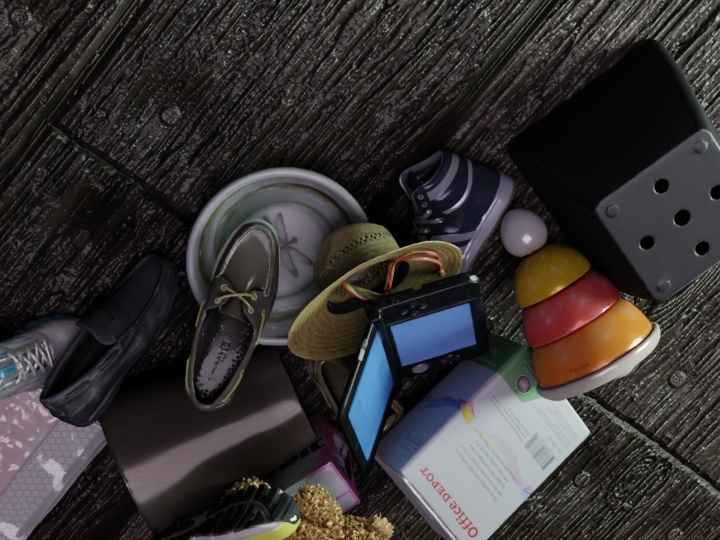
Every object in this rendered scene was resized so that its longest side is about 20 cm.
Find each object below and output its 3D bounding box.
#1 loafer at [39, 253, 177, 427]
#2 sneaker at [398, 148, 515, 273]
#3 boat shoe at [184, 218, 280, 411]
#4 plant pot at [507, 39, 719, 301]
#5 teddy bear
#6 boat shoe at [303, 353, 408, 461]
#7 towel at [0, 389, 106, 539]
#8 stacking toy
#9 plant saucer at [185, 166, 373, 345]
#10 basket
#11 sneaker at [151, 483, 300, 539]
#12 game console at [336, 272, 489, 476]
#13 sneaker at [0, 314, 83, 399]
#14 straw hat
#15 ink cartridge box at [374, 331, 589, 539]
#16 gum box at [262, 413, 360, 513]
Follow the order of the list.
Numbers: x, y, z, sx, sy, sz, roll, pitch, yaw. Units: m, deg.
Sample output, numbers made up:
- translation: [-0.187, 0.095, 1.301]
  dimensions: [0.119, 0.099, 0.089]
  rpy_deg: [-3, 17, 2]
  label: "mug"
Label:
- translation: [-0.259, 0.067, 1.427]
  dimensions: [0.201, 0.068, 0.070]
  rpy_deg: [-58, 140, -9]
  label: "loafer"
- translation: [0.071, -0.035, 1.468]
  dimensions: [0.108, 0.070, 0.201]
  rpy_deg: [26, 100, -24]
  label: "sneaker"
- translation: [-0.128, 0.046, 1.399]
  dimensions: [0.072, 0.060, 0.203]
  rpy_deg: [18, 92, -6]
  label: "boat shoe"
- translation: [0.300, -0.085, 1.428]
  dimensions: [0.200, 0.178, 0.200]
  rpy_deg: [-35, 113, 7]
  label: "plant pot"
- translation: [-0.065, 0.284, 1.458]
  dimensions: [0.200, 0.067, 0.145]
  rpy_deg: [34, 106, -20]
  label: "teddy bear"
- translation: [0.006, 0.157, 1.543]
  dimensions: [0.073, 0.063, 0.201]
  rpy_deg: [-31, 114, 4]
  label: "boat shoe"
- translation: [-0.400, 0.194, 1.509]
  dimensions: [0.191, 0.032, 0.200]
  rpy_deg: [36, 102, -21]
  label: "towel"
- translation: [0.211, 0.022, 1.450]
  dimensions: [0.146, 0.146, 0.201]
  rpy_deg: [-28, 94, 3]
  label: "stacking toy"
- translation: [-0.086, -0.020, 1.460]
  dimensions: [0.199, 0.050, 0.201]
  rpy_deg: [-3, 113, -8]
  label: "plant saucer"
- translation: [-0.157, 0.175, 1.489]
  dimensions: [0.199, 0.136, 0.181]
  rpy_deg: [-24, 100, -3]
  label: "basket"
- translation: [-0.129, 0.284, 1.397]
  dimensions: [0.199, 0.078, 0.091]
  rpy_deg: [-27, 105, 32]
  label: "sneaker"
- translation: [0.059, 0.110, 1.422]
  dimensions: [0.175, 0.117, 0.200]
  rpy_deg: [-16, 154, 0]
  label: "game console"
- translation: [-0.359, 0.102, 1.421]
  dimensions: [0.199, 0.087, 0.075]
  rpy_deg: [-21, 99, -24]
  label: "sneaker"
- translation: [0.000, 0.000, 1.404]
  dimensions: [0.200, 0.085, 0.201]
  rpy_deg: [-23, 155, -11]
  label: "straw hat"
- translation: [0.133, 0.192, 1.537]
  dimensions: [0.200, 0.087, 0.146]
  rpy_deg: [-44, 115, -13]
  label: "ink cartridge box"
- translation: [-0.097, 0.252, 1.538]
  dimensions: [0.199, 0.114, 0.066]
  rpy_deg: [-32, 114, 5]
  label: "gum box"
